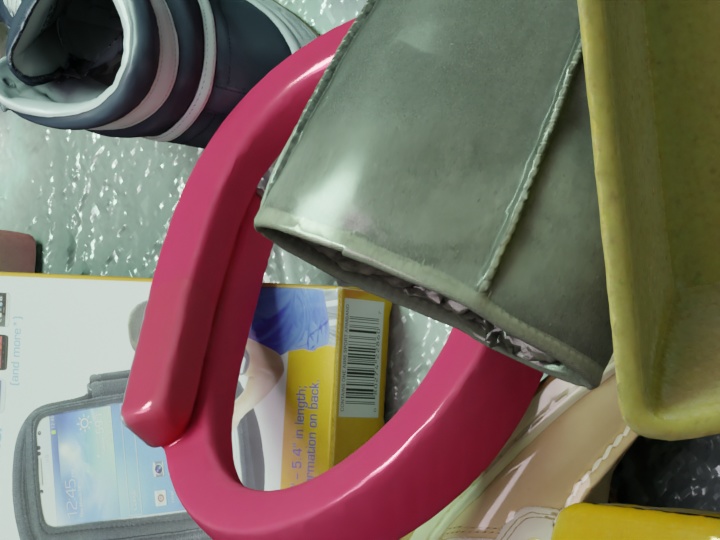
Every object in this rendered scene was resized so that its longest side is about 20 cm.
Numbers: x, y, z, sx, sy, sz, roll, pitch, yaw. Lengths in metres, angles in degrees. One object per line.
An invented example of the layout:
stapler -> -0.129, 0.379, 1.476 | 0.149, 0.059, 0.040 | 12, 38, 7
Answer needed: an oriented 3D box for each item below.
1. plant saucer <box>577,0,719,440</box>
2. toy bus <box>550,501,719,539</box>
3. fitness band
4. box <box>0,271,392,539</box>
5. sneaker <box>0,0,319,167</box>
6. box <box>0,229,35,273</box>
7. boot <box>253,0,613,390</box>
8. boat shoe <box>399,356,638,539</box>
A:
plant saucer -> 0.137, -0.077, 0.579 | 0.048, 0.198, 0.202 | -150, 51, -73
toy bus -> 0.091, 0.168, 0.680 | 0.065, 0.078, 0.202 | 1, 87, 45
fitness band -> 0.000, 0.000, 0.754 | 0.143, 0.037, 0.201 | -15, 46, 31
box -> -0.086, 0.062, 0.857 | 0.198, 0.041, 0.120 | 2, 87, 28
sneaker -> -0.106, -0.098, 0.876 | 0.199, 0.108, 0.071 | 32, 107, 41
box -> -0.234, 0.039, 0.924 | 0.108, 0.199, 0.129 | 2, 88, 43
boot -> 0.088, -0.066, 0.625 | 0.180, 0.073, 0.201 | 18, 72, 12
boat shoe -> 0.049, 0.091, 0.742 | 0.069, 0.074, 0.200 | 45, 110, 11
